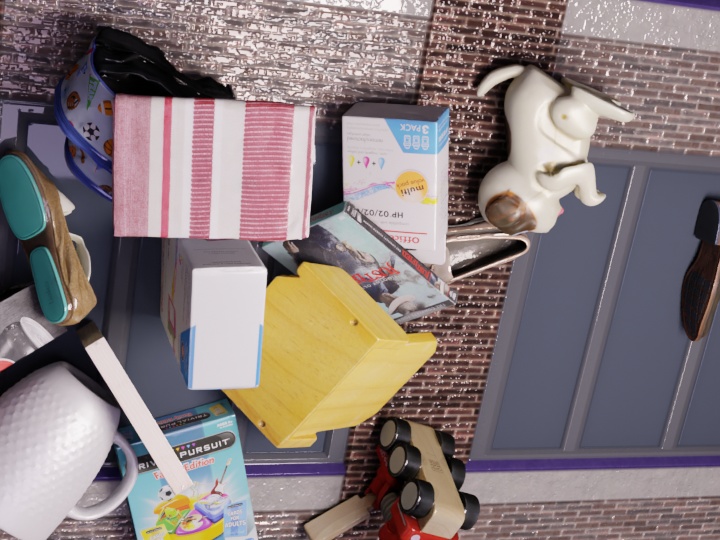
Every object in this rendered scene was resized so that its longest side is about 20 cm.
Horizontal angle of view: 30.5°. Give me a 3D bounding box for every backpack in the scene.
[{"bbox_3d":[-0.232,-0.156,1.400,0.154,0.200,0.190,-41,118,15],"label":"backpack"}]

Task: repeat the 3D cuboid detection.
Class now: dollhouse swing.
[{"bbox_3d":[-0.038,0.096,1.624,0.182,0.176,0.200,45,115,9],"label":"dollhouse swing"}]

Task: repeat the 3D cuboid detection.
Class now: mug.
[{"bbox_3d":[-0.348,0.213,1.524,0.200,0.148,0.175,41,87,-29],"label":"mug"}]

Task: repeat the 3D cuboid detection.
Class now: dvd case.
[{"bbox_3d":[0.000,0.000,1.585,0.146,0.022,0.200,-21,133,40],"label":"dvd case"}]

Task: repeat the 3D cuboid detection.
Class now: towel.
[{"bbox_3d":[-0.148,-0.102,1.322,0.200,0.023,0.144,2,108,-8],"label":"towel"}]

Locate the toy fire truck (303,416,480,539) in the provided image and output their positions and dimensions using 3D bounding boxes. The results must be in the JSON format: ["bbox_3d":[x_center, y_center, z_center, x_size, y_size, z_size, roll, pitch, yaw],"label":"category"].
[{"bbox_3d":[0.034,0.311,1.708,0.129,0.176,0.200,19,119,-27],"label":"toy fire truck"}]

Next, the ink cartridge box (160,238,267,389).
[{"bbox_3d":[-0.170,0.026,1.483,0.085,0.200,0.145,-1,112,-16],"label":"ink cartridge box"}]

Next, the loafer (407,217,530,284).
[{"bbox_3d":[0.116,-0.019,1.651,0.200,0.063,0.072,-19,117,-13],"label":"loafer"}]

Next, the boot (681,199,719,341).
[{"bbox_3d":[0.504,0.003,1.804,0.097,0.075,0.200,1,110,-18],"label":"boot"}]

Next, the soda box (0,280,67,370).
[{"bbox_3d":[-0.421,0.085,1.425,0.200,0.063,0.071,-35,105,-41],"label":"soda box"}]

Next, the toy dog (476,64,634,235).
[{"bbox_3d":[0.216,-0.135,1.600,0.194,0.140,0.200,19,104,-13],"label":"toy dog"}]

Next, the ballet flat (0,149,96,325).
[{"bbox_3d":[-0.338,-0.038,1.454,0.072,0.068,0.200,-20,88,-56],"label":"ballet flat"}]

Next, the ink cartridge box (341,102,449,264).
[{"bbox_3d":[0.042,-0.092,1.560,0.115,0.068,0.200,5,114,14],"label":"ink cartridge box"}]

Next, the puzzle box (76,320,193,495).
[{"bbox_3d":[-0.261,0.156,1.511,0.025,0.133,0.200,-31,103,-12],"label":"puzzle box"}]

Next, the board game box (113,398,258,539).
[{"bbox_3d":[-0.219,0.276,1.657,0.151,0.047,0.200,-15,117,-15],"label":"board game box"}]
